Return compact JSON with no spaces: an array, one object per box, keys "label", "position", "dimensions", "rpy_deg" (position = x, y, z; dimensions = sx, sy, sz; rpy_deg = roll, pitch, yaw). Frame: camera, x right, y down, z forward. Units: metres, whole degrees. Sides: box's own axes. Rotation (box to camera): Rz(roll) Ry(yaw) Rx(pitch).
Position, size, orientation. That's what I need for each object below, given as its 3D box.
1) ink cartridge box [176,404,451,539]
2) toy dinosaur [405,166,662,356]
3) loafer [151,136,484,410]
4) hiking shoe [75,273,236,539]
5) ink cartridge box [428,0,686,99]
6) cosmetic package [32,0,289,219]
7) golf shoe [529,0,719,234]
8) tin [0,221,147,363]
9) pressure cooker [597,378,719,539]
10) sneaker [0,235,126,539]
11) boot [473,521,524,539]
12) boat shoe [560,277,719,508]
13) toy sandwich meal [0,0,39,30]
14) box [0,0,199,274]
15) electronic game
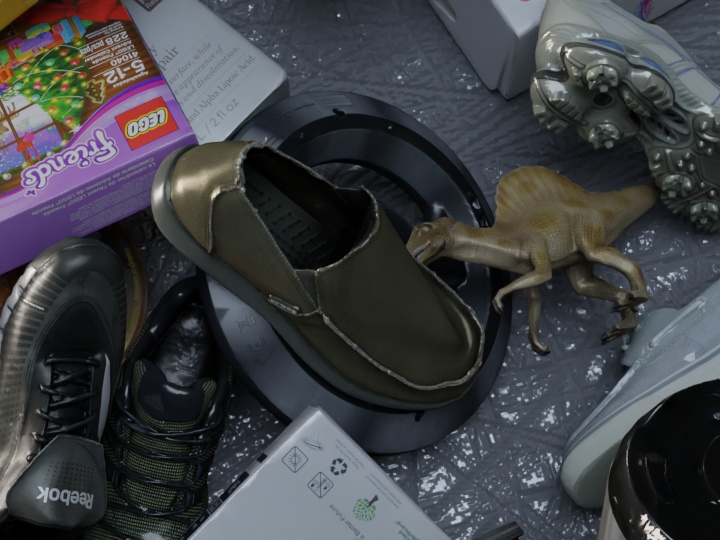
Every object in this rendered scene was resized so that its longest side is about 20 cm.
[{"label":"ink cartridge box","position":[-0.058,0.170,0.983],"dimensions":[0.200,0.039,0.099],"rpy_deg":[-45,96,-8]},{"label":"toy dinosaur","position":[0.118,-0.016,1.069],"dimensions":[0.200,0.058,0.101],"rpy_deg":[-15,67,-31]},{"label":"loafer","position":[-0.011,0.003,0.983],"dimensions":[0.200,0.070,0.075],"rpy_deg":[33,58,-23]},{"label":"hiking shoe","position":[-0.109,0.090,1.029],"dimensions":[0.076,0.101,0.200],"rpy_deg":[9,68,3]},{"label":"ink cartridge box","position":[0.130,-0.215,1.170],"dimensions":[0.200,0.085,0.145],"rpy_deg":[-30,73,-12]},{"label":"cosmetic package","position":[-0.145,-0.123,1.127],"dimensions":[0.200,0.074,0.102],"rpy_deg":[39,72,10]},{"label":"golf shoe","position":[0.176,-0.095,1.099],"dimensions":[0.200,0.078,0.097],"rpy_deg":[32,41,-33]},{"label":"tin","position":[-0.201,0.044,1.047],"dimensions":[0.200,0.042,0.112],"rpy_deg":[-42,115,-17]},{"label":"pressure cooker","position":[0.197,0.175,0.966],"dimensions":[0.178,0.200,0.176],"rpy_deg":[-7,37,-16]},{"label":"sneaker","position":[-0.151,0.083,0.985],"dimensions":[0.066,0.200,0.091],"rpy_deg":[9,24,-30]},{"label":"boot","position":[0.062,0.247,1.005],"dimensions":[0.174,0.069,0.200],"rpy_deg":[43,76,7]},{"label":"boat shoe","position":[0.181,0.051,1.086],"dimensions":[0.201,0.070,0.072],"rpy_deg":[-35,51,-10]},{"label":"toy sandwich meal","position":[-0.194,-0.195,1.073],"dimensions":[0.205,0.070,0.205],"rpy_deg":[-6,45,6]},{"label":"box","position":[-0.194,-0.062,1.024],"dimensions":[0.200,0.039,0.137],"rpy_deg":[-26,52,-7]},{"label":"electronic game","position":[0.000,0.000,1.063],"dimensions":[0.200,0.042,0.200],"rpy_deg":[12,69,-33]}]
